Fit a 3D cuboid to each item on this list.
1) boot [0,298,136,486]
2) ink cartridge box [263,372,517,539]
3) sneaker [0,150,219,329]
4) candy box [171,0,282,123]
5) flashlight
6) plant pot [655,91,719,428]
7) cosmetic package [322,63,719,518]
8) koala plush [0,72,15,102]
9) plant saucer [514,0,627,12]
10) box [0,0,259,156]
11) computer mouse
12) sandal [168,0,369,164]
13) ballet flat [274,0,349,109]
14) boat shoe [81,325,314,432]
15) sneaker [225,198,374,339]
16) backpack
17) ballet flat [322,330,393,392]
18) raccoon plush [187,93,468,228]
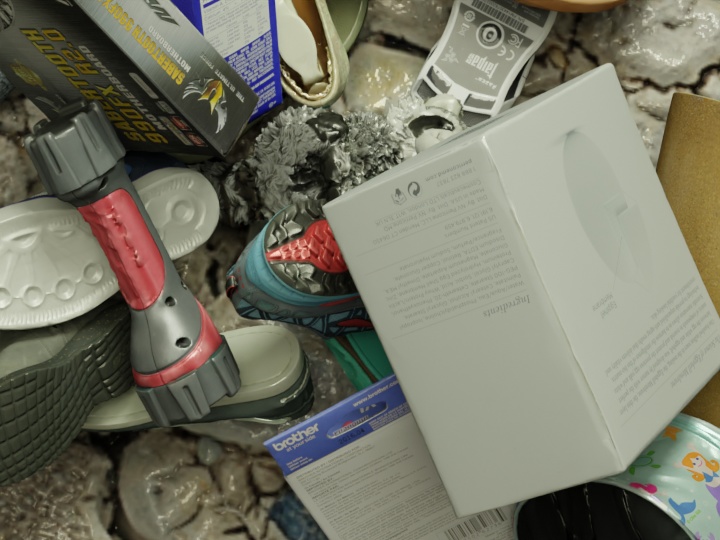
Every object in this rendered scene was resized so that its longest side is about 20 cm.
[{"bbox_3d":[-0.231,0.068,1.240,0.130,0.200,0.068,11,120,34],"label":"boot"},{"bbox_3d":[0.028,0.133,1.222,0.118,0.201,0.042,-27,42,6],"label":"ink cartridge box"},{"bbox_3d":[-0.200,-0.025,1.278,0.198,0.146,0.081,-22,108,-22],"label":"sneaker"},{"bbox_3d":[-0.137,-0.204,1.246,0.168,0.201,0.077,32,52,32],"label":"candy box"},{"bbox_3d":[-0.143,-0.003,1.189,0.068,0.067,0.201,-35,111,-24],"label":"flashlight"},{"bbox_3d":[0.260,0.009,1.271,0.185,0.186,0.202,20,93,3],"label":"plant pot"},{"bbox_3d":[0.105,0.009,1.147,0.122,0.199,0.202,-22,94,33],"label":"cosmetic package"},{"bbox_3d":[-0.294,-0.206,1.280,0.175,0.200,0.186,-15,79,-4],"label":"koala plush"},{"bbox_3d":[0.116,-0.253,1.339,0.198,0.038,0.202,14,51,-18],"label":"plant saucer"},{"bbox_3d":[-0.177,-0.150,1.169,0.157,0.200,0.049,7,59,46],"label":"box"},{"bbox_3d":[0.078,-0.129,1.353,0.109,0.044,0.201,30,85,10],"label":"computer mouse"},{"bbox_3d":[-0.067,-0.153,1.345,0.080,0.057,0.201,41,80,7],"label":"sandal"},{"bbox_3d":[-0.058,-0.199,1.276,0.067,0.062,0.201,-25,104,8],"label":"ballet flat"},{"bbox_3d":[-0.125,0.084,1.290,0.198,0.062,0.073,-8,52,17],"label":"boat shoe"},{"bbox_3d":[0.000,0.000,1.219,0.198,0.095,0.080,6,64,-37],"label":"sneaker"},{"bbox_3d":[0.200,0.182,1.208,0.200,0.177,0.151,50,56,-9],"label":"backpack"},{"bbox_3d":[-0.001,0.039,1.295,0.067,0.071,0.201,-22,47,-13],"label":"ballet flat"},{"bbox_3d":[-0.016,-0.081,1.309,0.133,0.199,0.098,-21,118,-41],"label":"raccoon plush"}]
